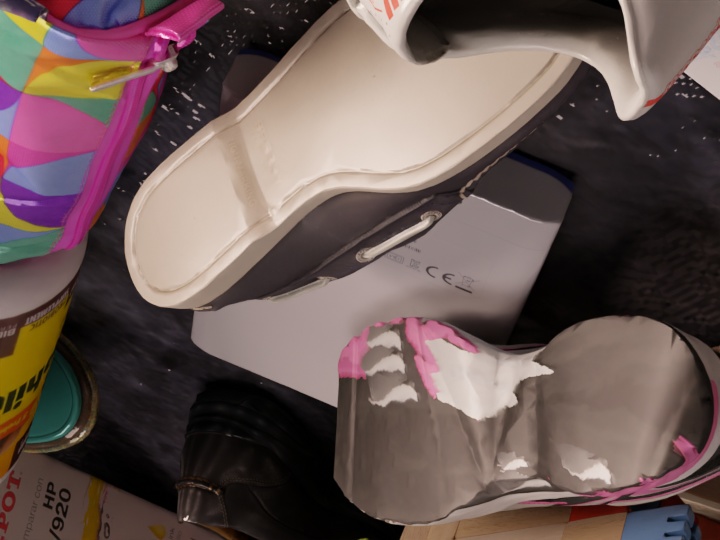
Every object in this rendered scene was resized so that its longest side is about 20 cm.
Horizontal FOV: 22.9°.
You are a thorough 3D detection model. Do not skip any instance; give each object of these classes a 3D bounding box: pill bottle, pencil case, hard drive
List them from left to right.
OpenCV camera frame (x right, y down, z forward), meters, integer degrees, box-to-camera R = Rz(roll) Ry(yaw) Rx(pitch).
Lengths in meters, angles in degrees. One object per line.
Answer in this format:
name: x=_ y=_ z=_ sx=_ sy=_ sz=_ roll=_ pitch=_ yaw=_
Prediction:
pill bottle: x=-0.190 y=0.032 z=0.783 sx=0.108 sy=0.110 sz=0.201 roll=25 pitch=135 yaw=-1
pencil case: x=-0.108 y=-0.070 z=0.627 sx=0.088 sy=0.089 sz=0.200 roll=29 pitch=153 yaw=-8
hard drive: x=0.000 y=0.000 z=0.720 sx=0.131 sy=0.026 sz=0.200 roll=22 pitch=150 yaw=4

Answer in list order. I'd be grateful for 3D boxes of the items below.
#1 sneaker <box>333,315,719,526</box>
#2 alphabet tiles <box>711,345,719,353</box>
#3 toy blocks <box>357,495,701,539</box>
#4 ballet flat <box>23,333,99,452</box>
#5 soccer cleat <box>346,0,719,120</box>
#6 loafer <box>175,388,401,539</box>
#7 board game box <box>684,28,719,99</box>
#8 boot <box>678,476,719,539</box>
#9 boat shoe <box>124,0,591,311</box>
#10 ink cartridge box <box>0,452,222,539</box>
sneaker: x=0.072 y=0.063 z=0.675 sx=0.086 sy=0.081 sz=0.199 roll=13 pitch=171 yaw=-40
alphabet tiles: x=0.221 y=0.067 z=0.652 sx=0.198 sy=0.015 sz=0.196 roll=22 pitch=161 yaw=4
toy blocks: x=0.076 y=0.133 z=0.680 sx=0.136 sy=0.200 sz=0.101 roll=-12 pitch=117 yaw=26
ballet flat: x=-0.201 y=0.050 z=0.916 sx=0.198 sy=0.071 sz=0.071 roll=8 pitch=147 yaw=29
soccer cleat: x=0.007 y=-0.102 z=0.488 sx=0.198 sy=0.086 sz=0.069 roll=21 pitch=151 yaw=12
loafer: x=-0.035 y=0.145 z=0.929 sx=0.072 sy=0.073 sz=0.200 roll=-6 pitch=140 yaw=39
board game box: x=0.200 y=-0.043 z=0.496 sx=0.199 sy=0.034 sz=0.134 roll=34 pitch=149 yaw=-16
boot: x=0.179 y=0.156 z=0.754 sx=0.198 sy=0.108 sz=0.075 roll=15 pitch=153 yaw=14
boat shoe: x=0.006 y=-0.043 z=0.600 sx=0.199 sy=0.073 sz=0.062 roll=-30 pitch=155 yaw=33
ink cartridge box: x=-0.202 y=0.185 z=0.998 sx=0.144 sy=0.149 sz=0.200 roll=0 pitch=157 yaw=38
